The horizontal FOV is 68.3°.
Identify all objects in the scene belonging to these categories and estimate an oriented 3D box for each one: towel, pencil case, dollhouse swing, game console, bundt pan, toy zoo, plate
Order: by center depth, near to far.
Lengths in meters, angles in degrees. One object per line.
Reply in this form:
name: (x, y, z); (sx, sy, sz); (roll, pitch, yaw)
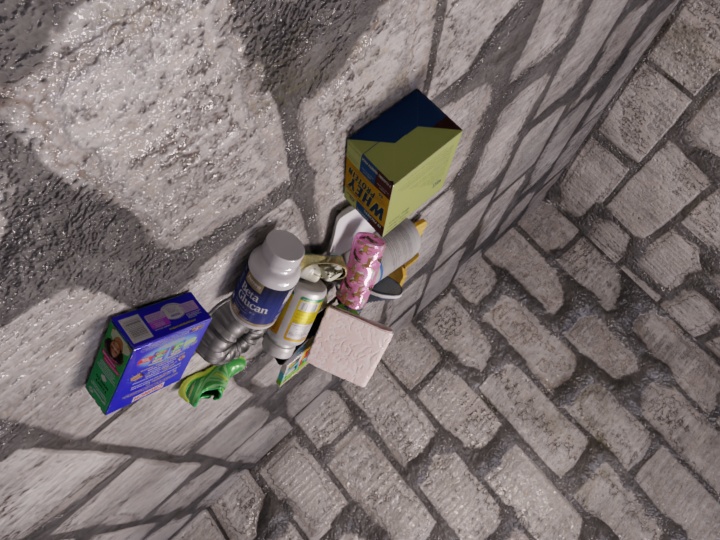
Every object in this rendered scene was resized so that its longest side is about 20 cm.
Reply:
bundt pan: (-0.286, 0.139, 1.211); (0.201, 0.076, 0.203); (-41, 165, -14)
plate: (-0.006, -0.125, 1.322); (0.199, 0.032, 0.201); (-36, 164, -28)
pencil case: (0.000, 0.000, 1.360); (0.086, 0.082, 0.204); (-18, 134, -52)
towel: (-0.033, 0.201, 1.412); (0.032, 0.187, 0.203); (-73, -172, -60)
game console: (-0.166, 0.167, 1.513); (0.200, 0.117, 0.176); (-43, 165, -2)
toy zoo: (-0.179, 0.256, 1.531); (0.130, 0.020, 0.201); (-37, 165, -32)
dollhouse swing: (0.160, -0.041, 1.744); (0.172, 0.185, 0.201); (-12, 152, -23)

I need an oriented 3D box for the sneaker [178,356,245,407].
sneaker: (-0.371, 0.288, 1.365); (0.198, 0.084, 0.075); (-29, 159, -46)

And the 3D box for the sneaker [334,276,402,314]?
sneaker: (0.024, 0.082, 1.545); (0.078, 0.197, 0.149); (-69, 164, -45)

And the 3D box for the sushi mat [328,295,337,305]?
sushi mat: (-0.140, 0.139, 1.614); (0.199, 0.012, 0.096); (-40, 180, 15)

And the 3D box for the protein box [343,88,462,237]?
protein box: (0.080, -0.218, 1.105); (0.197, 0.135, 0.201); (-39, 164, -19)

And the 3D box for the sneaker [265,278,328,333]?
sneaker: (-0.171, 0.097, 1.408); (0.196, 0.076, 0.107); (-26, -161, 5)

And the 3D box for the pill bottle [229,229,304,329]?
pill bottle: (-0.187, 0.017, 1.078); (0.110, 0.111, 0.201); (-25, 155, -48)

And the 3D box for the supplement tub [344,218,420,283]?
supplement tub: (0.062, -0.057, 1.491); (0.198, 0.132, 0.133); (-32, 161, -33)

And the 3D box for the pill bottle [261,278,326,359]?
pill bottle: (-0.167, 0.109, 1.294); (0.112, 0.112, 0.203); (-14, 133, -61)

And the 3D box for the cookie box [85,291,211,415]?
cookie box: (-0.389, 0.151, 0.974); (0.170, 0.075, 0.201); (-23, 154, -54)

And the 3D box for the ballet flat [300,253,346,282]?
ballet flat: (-0.101, -0.003, 1.268); (0.198, 0.071, 0.071); (-2, 138, -52)

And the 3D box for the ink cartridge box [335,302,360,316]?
ink cartridge box: (-0.061, 0.208, 1.538); (0.075, 0.149, 0.201); (-24, 160, -47)
